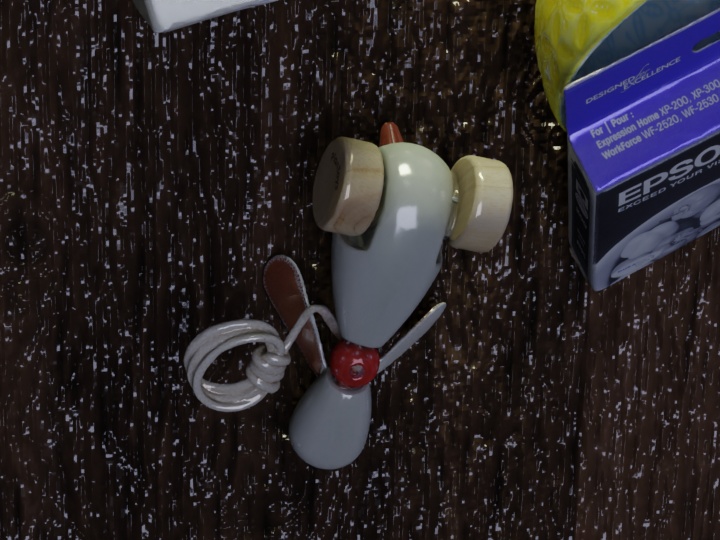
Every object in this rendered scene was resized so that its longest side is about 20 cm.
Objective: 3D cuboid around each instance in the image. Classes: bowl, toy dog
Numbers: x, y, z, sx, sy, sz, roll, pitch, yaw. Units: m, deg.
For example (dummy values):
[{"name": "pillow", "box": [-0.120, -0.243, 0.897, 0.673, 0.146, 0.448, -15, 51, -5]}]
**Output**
[{"name": "bowl", "box": [0.166, -0.165, 1.035, 0.200, 0.200, 0.108, -24, 70, -6]}, {"name": "toy dog", "box": [0.000, 0.000, 1.082, 0.132, 0.096, 0.200, 31, 113, -25]}]

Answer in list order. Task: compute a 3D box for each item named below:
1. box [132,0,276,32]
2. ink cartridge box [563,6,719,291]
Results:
[{"name": "box", "box": [-0.072, -0.232, 0.959, 0.128, 0.109, 0.200, -18, 112, -9]}, {"name": "ink cartridge box", "box": [0.198, -0.082, 1.052, 0.198, 0.200, 0.043, -28, 68, -4]}]
